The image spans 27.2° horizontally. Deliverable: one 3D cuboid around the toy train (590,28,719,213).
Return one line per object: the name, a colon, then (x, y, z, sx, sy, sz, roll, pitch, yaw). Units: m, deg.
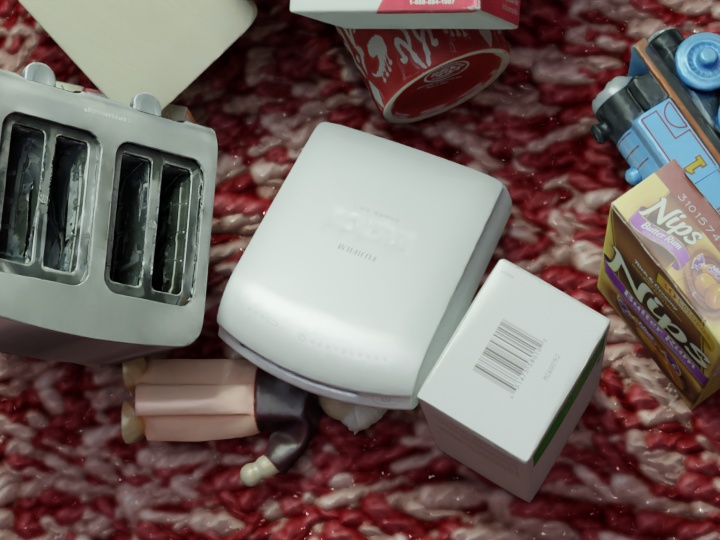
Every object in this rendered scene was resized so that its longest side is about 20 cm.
toy train: (0.250, -0.082, 1.080, 0.114, 0.087, 0.201, -31, 73, -6)

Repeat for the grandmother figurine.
grandmother figurine: (-0.073, 0.095, 1.082, 0.198, 0.061, 0.123, -4, 82, 8)

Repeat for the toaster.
toaster: (-0.204, -0.028, 1.001, 0.180, 0.118, 0.202, 13, 75, -36)

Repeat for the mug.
mug: (0.044, -0.235, 1.125, 0.176, 0.133, 0.202, -26, 76, 9)

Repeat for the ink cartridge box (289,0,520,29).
ink cartridge box: (0.037, -0.270, 1.009, 0.144, 0.083, 0.203, 5, 92, 28)

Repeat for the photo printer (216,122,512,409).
photo printer: (0.000, 0.000, 1.064, 0.165, 0.070, 0.201, 20, 57, 13)

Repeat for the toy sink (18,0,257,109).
toy sink: (-0.178, -0.231, 1.107, 0.130, 0.112, 0.200, -41, 101, 14)

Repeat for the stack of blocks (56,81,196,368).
stack of blocks: (-0.204, -0.033, 1.130, 0.114, 0.059, 0.202, 12, 75, 9)

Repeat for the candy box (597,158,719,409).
candy box: (0.217, 0.015, 0.999, 0.056, 0.200, 0.117, -34, 73, -5)

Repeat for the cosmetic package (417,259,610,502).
cosmetic package: (0.103, 0.079, 0.992, 0.084, 0.200, 0.108, 30, 81, 15)
